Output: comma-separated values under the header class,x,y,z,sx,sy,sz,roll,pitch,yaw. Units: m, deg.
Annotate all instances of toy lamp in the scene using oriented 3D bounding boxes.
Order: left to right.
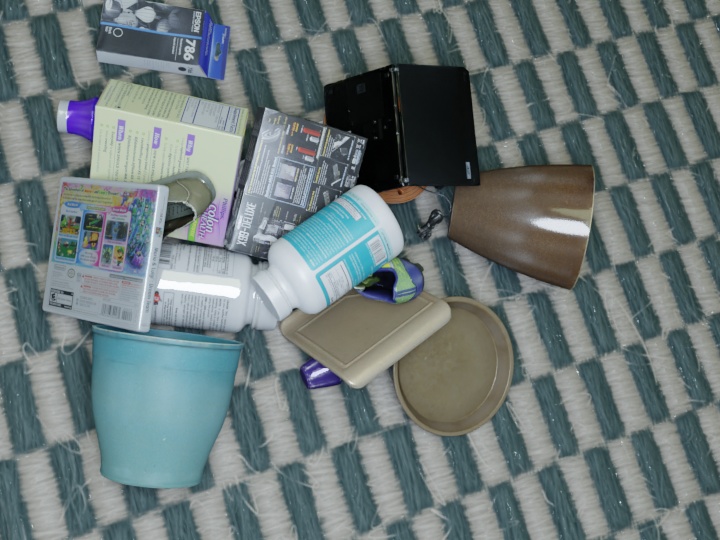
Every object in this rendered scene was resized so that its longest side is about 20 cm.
class,x,y,z,sx,sy,sz,roll,pitch,yaw
toy lamp,0.007,0.119,1.339,0.197,0.058,0.059,-21,79,-17

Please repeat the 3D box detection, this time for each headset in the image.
class,x,y,z,sx,sy,sz,roll,pitch,yaw
headset,0.088,-0.150,1.403,0.122,0.094,0.202,1,54,-26

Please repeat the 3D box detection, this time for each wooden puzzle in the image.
class,x,y,z,sx,sy,sz,roll,pitch,yaw
wooden puzzle,0.005,0.076,1.305,0.184,0.199,0.038,-35,127,-20

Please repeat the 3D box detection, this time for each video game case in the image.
class,x,y,z,sx,sy,sz,roll,pitch,yaw
video game case,-0.335,-0.025,1.199,0.197,0.024,0.186,8,89,35

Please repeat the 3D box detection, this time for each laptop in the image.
class,x,y,z,sx,sy,sz,roll,pitch,yaw
laptop,0.058,-0.199,1.347,0.103,0.197,0.181,7,75,-56

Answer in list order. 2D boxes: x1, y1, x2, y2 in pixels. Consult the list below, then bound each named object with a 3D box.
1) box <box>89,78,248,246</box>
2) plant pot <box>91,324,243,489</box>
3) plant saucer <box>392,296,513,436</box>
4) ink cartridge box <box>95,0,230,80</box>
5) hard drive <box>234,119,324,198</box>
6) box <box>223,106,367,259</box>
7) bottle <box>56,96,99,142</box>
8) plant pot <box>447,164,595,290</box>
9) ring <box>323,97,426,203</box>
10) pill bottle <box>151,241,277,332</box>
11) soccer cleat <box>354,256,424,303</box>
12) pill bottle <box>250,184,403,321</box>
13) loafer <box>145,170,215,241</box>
class,x,y,z,sx,sy,sz,roll,pitch,yaw
box,-0.269,-0.149,1.284,0.196,0.178,0.097,11,32,-7
plant pot,-0.262,0.178,1.204,0.196,0.200,0.192,7,88,-9
plant saucer,0.133,0.139,1.344,0.197,0.029,0.204,-1,93,-22
ink cartridge box,-0.301,-0.359,1.420,0.196,0.039,0.101,6,73,-11
hard drive,-0.092,-0.133,1.399,0.198,0.038,0.141,-28,82,-18
box,-0.091,-0.109,1.285,0.155,0.050,0.203,13,96,-21
bottle,-0.339,-0.214,1.346,0.196,0.084,0.066,6,73,-11
plant pot,0.235,-0.080,1.392,0.196,0.187,0.190,9,72,5
ring,0.028,-0.194,1.426,0.197,0.019,0.204,12,64,-26
pill bottle,-0.212,0.026,1.288,0.196,0.113,0.115,8,73,-9
soccer cleat,0.000,-0.001,1.312,0.083,0.198,0.066,-23,120,-44
pill bottle,-0.047,-0.018,1.229,0.199,0.111,0.111,-35,83,-15
loafer,-0.289,-0.075,1.228,0.197,0.070,0.076,-20,122,18
